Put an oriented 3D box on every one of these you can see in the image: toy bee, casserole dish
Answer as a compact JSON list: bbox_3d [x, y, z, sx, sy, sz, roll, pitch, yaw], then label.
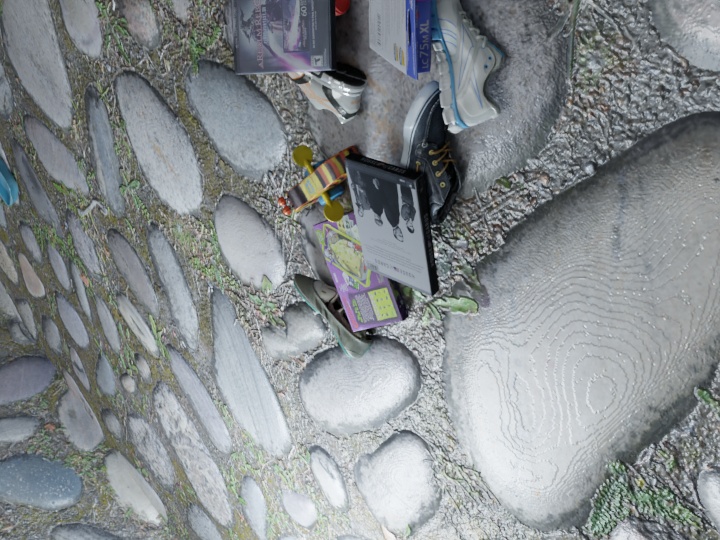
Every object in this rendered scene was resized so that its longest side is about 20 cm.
[{"bbox_3d":[-0.079,-0.129,1.191,0.131,0.108,0.202,44,138,16],"label":"toy bee"},{"bbox_3d":[-1.211,-0.313,2.393,0.202,0.038,0.121,53,141,11],"label":"casserole dish"}]

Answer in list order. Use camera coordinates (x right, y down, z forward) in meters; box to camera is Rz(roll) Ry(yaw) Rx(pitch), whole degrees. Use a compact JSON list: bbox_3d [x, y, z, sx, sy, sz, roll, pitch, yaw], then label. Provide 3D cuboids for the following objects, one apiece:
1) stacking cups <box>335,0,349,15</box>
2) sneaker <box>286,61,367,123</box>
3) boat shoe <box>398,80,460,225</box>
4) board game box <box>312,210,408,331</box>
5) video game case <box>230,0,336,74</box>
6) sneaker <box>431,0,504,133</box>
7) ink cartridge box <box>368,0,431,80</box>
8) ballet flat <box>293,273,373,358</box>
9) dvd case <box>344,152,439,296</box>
[{"bbox_3d":[-0.100,-0.397,1.091,0.197,0.060,0.062,11,120,44],"label":"stacking cups"},{"bbox_3d":[-0.077,-0.299,1.114,0.199,0.073,0.081,38,138,28],"label":"sneaker"},{"bbox_3d":[0.108,-0.162,0.999,0.090,0.070,0.203,38,143,24],"label":"boat shoe"},{"bbox_3d":[0.000,0.000,1.225,0.118,0.032,0.205,-15,100,35],"label":"board game box"},{"bbox_3d":[-0.119,-0.373,1.062,0.196,0.019,0.147,8,106,34],"label":"video game case"},{"bbox_3d":[0.138,-0.285,0.901,0.085,0.075,0.205,-6,107,26],"label":"sneaker"},{"bbox_3d":[0.052,-0.328,0.906,0.201,0.041,0.122,-116,20,-58],"label":"ink cartridge box"},{"bbox_3d":[-0.046,0.070,1.320,0.064,0.067,0.201,-43,78,22],"label":"ballet flat"},{"bbox_3d":[0.048,-0.069,1.078,0.148,0.025,0.204,24,139,41],"label":"dvd case"}]
